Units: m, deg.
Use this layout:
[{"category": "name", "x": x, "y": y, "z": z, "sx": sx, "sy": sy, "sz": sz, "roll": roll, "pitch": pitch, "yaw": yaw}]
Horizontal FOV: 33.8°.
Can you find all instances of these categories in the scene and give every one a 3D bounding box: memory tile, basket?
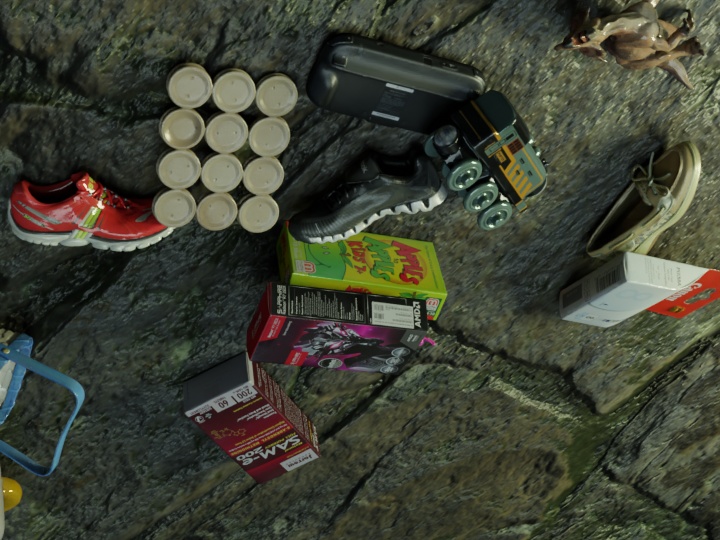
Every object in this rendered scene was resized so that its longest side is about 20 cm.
[{"category": "memory tile", "x": -0.157, "y": -0.137, "z": 1.356, "sx": 0.153, "sy": 0.017, "sz": 0.200, "roll": 2, "pitch": 119, "yaw": -20}, {"category": "basket", "x": -0.456, "y": 0.160, "z": 1.500, "sx": 0.200, "sy": 0.139, "sz": 0.176, "roll": 33, "pitch": 124, "yaw": 3}]

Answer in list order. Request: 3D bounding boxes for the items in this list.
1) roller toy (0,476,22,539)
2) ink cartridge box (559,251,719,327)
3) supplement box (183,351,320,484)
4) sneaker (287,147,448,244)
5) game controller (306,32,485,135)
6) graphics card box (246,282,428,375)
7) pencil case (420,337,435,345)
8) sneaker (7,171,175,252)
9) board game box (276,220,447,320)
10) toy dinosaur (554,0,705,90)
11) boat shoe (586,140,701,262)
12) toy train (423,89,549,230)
[{"category": "roller toy", "x": -0.586, "y": 0.317, "z": 1.632, "sx": 0.200, "sy": 0.140, "sz": 0.183, "roll": -17, "pitch": 143, "yaw": -1}, {"category": "ink cartridge box", "x": 0.393, "y": 0.039, "z": 1.585, "sx": 0.200, "sy": 0.047, "sz": 0.160, "roll": 12, "pitch": 155, "yaw": -19}, {"category": "supplement box", "x": -0.152, "y": 0.212, "z": 1.672, "sx": 0.109, "sy": 0.061, "sz": 0.200, "roll": -27, "pitch": 132, "yaw": 13}, {"category": "sneaker", "x": 0.002, "y": -0.097, "z": 1.424, "sx": 0.200, "sy": 0.067, "sz": 0.091, "roll": -18, "pitch": 130, "yaw": 0}, {"category": "game controller", "x": 0.041, "y": -0.208, "z": 1.353, "sx": 0.200, "sy": 0.042, "sz": 0.104, "roll": 12, "pitch": 143, "yaw": -20}, {"category": "graphics card box", "x": -0.029, "y": 0.073, "z": 1.446, "sx": 0.200, "sy": 0.051, "sz": 0.126, "roll": 6, "pitch": 147, "yaw": -16}, {"category": "pencil case", "x": -0.005, "y": 0.070, "z": 1.553, "sx": 0.200, "sy": 0.088, "sz": 0.088, "roll": -7, "pitch": 133, "yaw": 0}, {"category": "sneaker", "x": -0.309, "y": -0.074, "z": 1.380, "sx": 0.200, "sy": 0.077, "sz": 0.085, "roll": -1, "pitch": 123, "yaw": -13}, {"category": "board game box", "x": 0.000, "y": 0.000, "z": 1.482, "sx": 0.200, "sy": 0.102, "sz": 0.048, "roll": 8, "pitch": 129, "yaw": -17}, {"category": "toy dinosaur", "x": 0.302, "y": -0.258, "z": 1.327, "sx": 0.135, "sy": 0.086, "sz": 0.200, "roll": -24, "pitch": 149, "yaw": 25}, {"category": "boat shoe", "x": 0.359, "y": -0.081, "z": 1.496, "sx": 0.063, "sy": 0.073, "sz": 0.200, "roll": 9, "pitch": 130, "yaw": -22}, {"category": "toy train", "x": 0.156, "y": -0.127, "z": 1.395, "sx": 0.114, "sy": 0.085, "sz": 0.200, "roll": -35, "pitch": 145, "yaw": 9}]
